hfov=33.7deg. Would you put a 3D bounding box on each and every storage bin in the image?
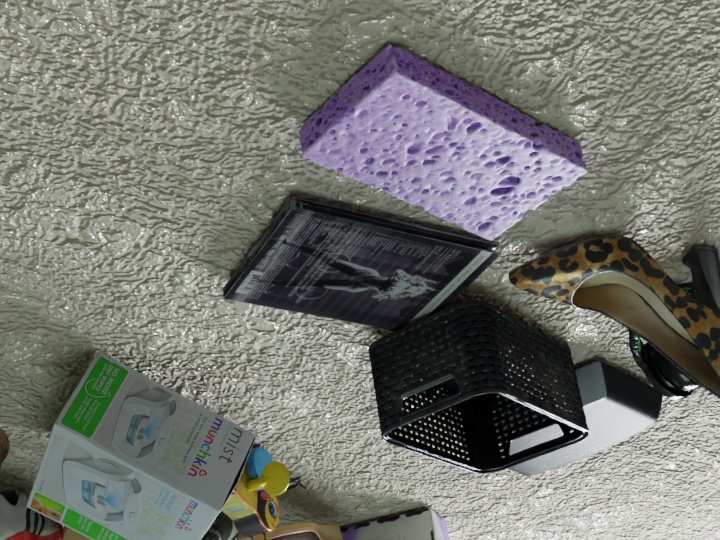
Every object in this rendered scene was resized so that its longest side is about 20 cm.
[{"bbox_3d":[0.115,0.117,1.145,0.135,0.095,0.199,-26,148,29],"label":"storage bin"}]

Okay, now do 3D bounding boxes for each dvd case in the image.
[{"bbox_3d":[0.000,0.000,1.030,0.198,0.016,0.149,12,144,-25],"label":"dvd case"}]

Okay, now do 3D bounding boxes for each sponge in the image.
[{"bbox_3d":[0.063,-0.090,0.887,0.199,0.030,0.111,20,139,-35],"label":"sponge"}]

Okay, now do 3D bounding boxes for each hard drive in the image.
[{"bbox_3d":[0.219,0.168,1.302,0.134,0.043,0.199,25,137,-38],"label":"hard drive"}]

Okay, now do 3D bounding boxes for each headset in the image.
[{"bbox_3d":[0.339,0.075,1.171,0.123,0.095,0.200,-17,131,25],"label":"headset"}]

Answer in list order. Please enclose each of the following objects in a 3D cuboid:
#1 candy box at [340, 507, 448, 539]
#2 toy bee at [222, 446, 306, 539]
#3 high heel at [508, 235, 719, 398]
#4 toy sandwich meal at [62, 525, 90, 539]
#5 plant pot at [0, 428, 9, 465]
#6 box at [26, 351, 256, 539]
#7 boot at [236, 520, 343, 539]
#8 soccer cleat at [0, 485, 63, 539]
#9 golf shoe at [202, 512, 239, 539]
[{"bbox_3d":[0.022,0.418,1.546,0.198,0.169,0.072,-16,148,17],"label":"candy box"},{"bbox_3d":[-0.121,0.253,1.325,0.199,0.110,0.131,21,138,-35],"label":"toy bee"},{"bbox_3d":[0.231,0.045,1.017,0.198,0.144,0.072,-1,148,-7],"label":"high heel"},{"bbox_3d":[-0.267,0.336,1.391,0.070,0.206,0.205,-37,175,-45],"label":"toy sandwich meal"},{"bbox_3d":[-0.465,0.264,1.206,0.198,0.200,0.201,-4,149,-3],"label":"plant pot"},{"bbox_3d":[-0.220,0.198,1.183,0.175,0.097,0.200,29,141,-5],"label":"box"},{"bbox_3d":[-0.071,0.389,1.426,0.072,0.168,0.199,-14,162,31],"label":"boot"},{"bbox_3d":[-0.398,0.293,1.389,0.068,0.086,0.200,-23,172,-3],"label":"soccer cleat"},{"bbox_3d":[-0.218,0.322,1.447,0.199,0.078,0.088,-14,176,39],"label":"golf shoe"}]
